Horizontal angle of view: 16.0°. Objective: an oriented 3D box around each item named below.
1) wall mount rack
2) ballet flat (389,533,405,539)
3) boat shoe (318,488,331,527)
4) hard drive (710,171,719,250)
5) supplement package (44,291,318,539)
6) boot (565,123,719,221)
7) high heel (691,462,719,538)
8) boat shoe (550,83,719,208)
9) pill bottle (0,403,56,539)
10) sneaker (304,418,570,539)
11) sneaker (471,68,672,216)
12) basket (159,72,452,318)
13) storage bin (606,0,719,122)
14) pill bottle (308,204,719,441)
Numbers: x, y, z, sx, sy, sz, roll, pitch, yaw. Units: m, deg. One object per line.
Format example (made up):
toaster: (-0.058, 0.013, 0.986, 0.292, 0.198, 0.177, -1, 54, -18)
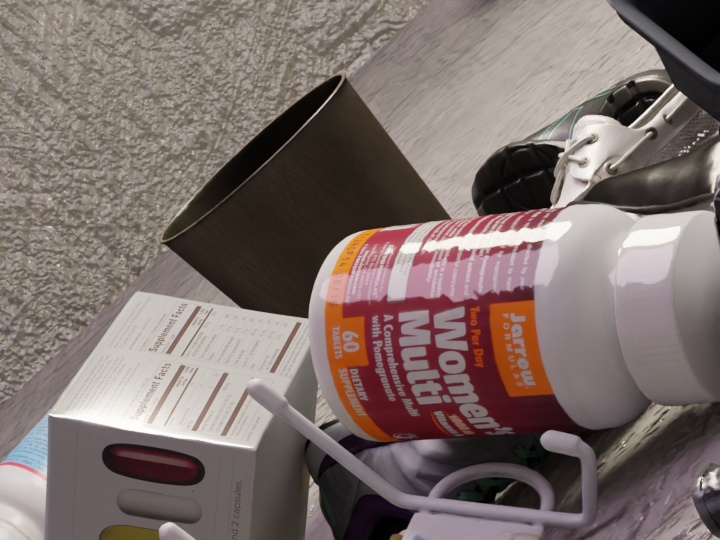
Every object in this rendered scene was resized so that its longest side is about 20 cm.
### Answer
wall mount rack: (0.012, 0.122, 1.183, 0.174, 0.075, 0.200, 5, 33, 18)
ballet flat: (-0.031, 0.203, 1.264, 0.200, 0.063, 0.069, -42, 12, 11)
boat shoe: (0.057, 0.074, 1.433, 0.200, 0.071, 0.065, -45, 9, -17)
hard drive: (0.210, -0.082, 1.187, 0.140, 0.038, 0.200, 63, -138, -61)
supplement package: (-0.096, 0.139, 1.366, 0.156, 0.111, 0.200, -62, -21, -63)
boot: (0.207, -0.060, 1.351, 0.158, 0.079, 0.211, -54, 23, -17)
high heel: (0.217, 0.025, 1.027, 0.142, 0.071, 0.200, -28, 18, 32)
boat shoe: (0.146, -0.060, 1.527, 0.200, 0.069, 0.071, -34, 5, -30)
pill bottle: (-0.239, 0.175, 2.110, 0.200, 0.109, 0.109, -49, 11, -31)
sneaker: (0.069, 0.102, 1.350, 0.200, 0.088, 0.074, -21, -22, 23)
sneaker: (0.161, -0.078, 1.714, 0.200, 0.075, 0.079, -28, 4, 39)
basket: (0.000, 0.000, 1.597, 0.180, 0.200, 0.136, -34, 14, 50)
storage bin: (0.257, -0.163, 1.463, 0.200, 0.146, 0.134, -45, -27, -6)
pill bottle: (0.084, 0.025, 1.250, 0.200, 0.110, 0.110, -6, 31, 33)
